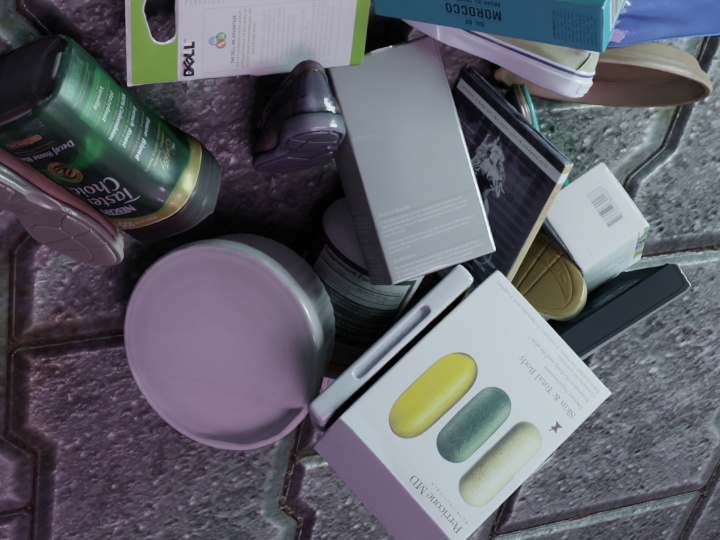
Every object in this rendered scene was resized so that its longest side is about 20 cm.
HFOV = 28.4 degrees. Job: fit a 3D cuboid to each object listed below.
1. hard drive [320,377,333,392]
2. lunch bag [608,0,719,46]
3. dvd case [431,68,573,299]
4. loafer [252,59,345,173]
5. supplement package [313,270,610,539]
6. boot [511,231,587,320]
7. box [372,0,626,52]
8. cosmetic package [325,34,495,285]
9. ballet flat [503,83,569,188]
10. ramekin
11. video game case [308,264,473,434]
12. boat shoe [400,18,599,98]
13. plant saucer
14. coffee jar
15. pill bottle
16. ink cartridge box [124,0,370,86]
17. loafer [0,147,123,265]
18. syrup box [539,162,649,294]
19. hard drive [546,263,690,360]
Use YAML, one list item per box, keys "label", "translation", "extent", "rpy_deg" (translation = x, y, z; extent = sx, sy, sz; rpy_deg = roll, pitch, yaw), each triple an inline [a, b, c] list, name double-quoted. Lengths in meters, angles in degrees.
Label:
- label: "hard drive"
  translation: [0.051, 0.111, 1.531]
  extent: [0.198, 0.038, 0.140]
  rpy_deg: [-5, 140, 8]
- label: "lunch bag"
  translation: [0.247, -0.287, 1.221]
  extent: [0.198, 0.136, 0.133]
  rpy_deg: [-10, 135, -17]
- label: "dvd case"
  translation: [0.111, -0.068, 1.358]
  extent: [0.016, 0.149, 0.201]
  rpy_deg: [-13, 139, -40]
- label: "loafer"
  translation: [-0.053, -0.128, 1.221]
  extent: [0.071, 0.064, 0.200]
  rpy_deg: [-5, 175, -14]
- label: "supplement package"
  translation: [0.087, 0.136, 1.280]
  extent: [0.200, 0.152, 0.151]
  rpy_deg: [-41, 175, -19]
- label: "boot"
  translation: [0.164, 0.019, 1.445]
  extent: [0.073, 0.199, 0.156]
  rpy_deg: [-52, 142, -12]
- label: "box"
  translation: [0.113, -0.236, 1.149]
  extent: [0.198, 0.083, 0.049]
  rpy_deg: [13, 145, 20]
- label: "cosmetic package"
  translation: [0.036, -0.096, 1.255]
  extent: [0.106, 0.202, 0.090]
  rpy_deg: [-16, -178, -13]
- label: "ballet flat"
  translation: [0.157, -0.109, 1.397]
  extent: [0.068, 0.068, 0.200]
  rpy_deg: [-20, 148, 11]
- label: "ramekin"
  translation: [-0.115, 0.059, 1.335]
  extent: [0.203, 0.202, 0.094]
  rpy_deg: [-53, 176, 26]
- label: "video game case"
  translation: [0.024, 0.077, 1.311]
  extent: [0.182, 0.023, 0.200]
  rpy_deg: [-43, 173, -8]
- label: "boat shoe"
  translation: [0.113, -0.214, 1.209]
  extent: [0.062, 0.199, 0.072]
  rpy_deg: [-68, 170, 20]
- label: "plant saucer"
  translation: [0.222, -0.183, 1.307]
  extent: [0.199, 0.199, 0.030]
  rpy_deg: [8, 85, -35]
- label: "coffee jar"
  translation: [-0.209, -0.102, 1.166]
  extent: [0.104, 0.086, 0.200]
  rpy_deg: [-13, 145, 35]
- label: "pill bottle"
  translation: [0.000, 0.000, 1.388]
  extent: [0.116, 0.117, 0.201]
  rpy_deg: [6, 127, -34]
- label: "ink cartridge box"
  translation: [-0.094, -0.234, 1.131]
  extent: [0.198, 0.076, 0.149]
  rpy_deg: [-8, 136, -16]
- label: "loafer"
  translation: [-0.267, -0.069, 1.210]
  extent: [0.071, 0.063, 0.200]
  rpy_deg: [-8, 153, 31]
- label: "syrup box"
  translation: [0.235, -0.037, 1.448]
  extent: [0.081, 0.079, 0.200]
  rpy_deg: [-34, 168, 3]
- label: "hard drive"
  translation: [0.239, 0.044, 1.418]
  extent: [0.139, 0.033, 0.200]
  rpy_deg: [-33, 180, -3]
